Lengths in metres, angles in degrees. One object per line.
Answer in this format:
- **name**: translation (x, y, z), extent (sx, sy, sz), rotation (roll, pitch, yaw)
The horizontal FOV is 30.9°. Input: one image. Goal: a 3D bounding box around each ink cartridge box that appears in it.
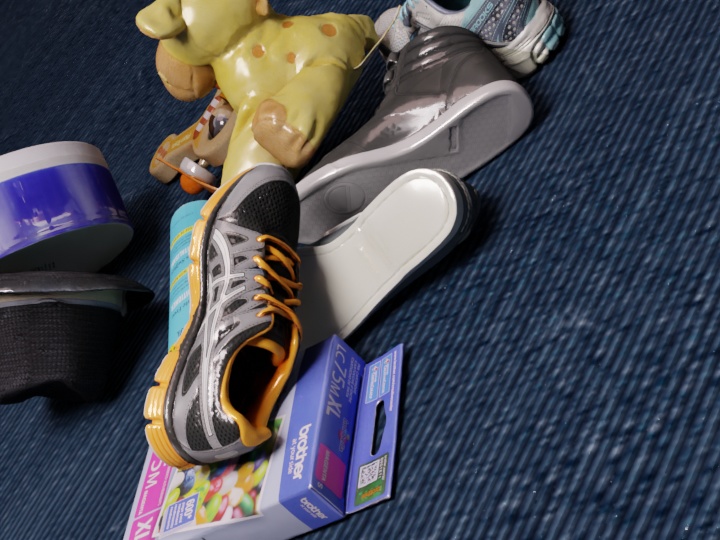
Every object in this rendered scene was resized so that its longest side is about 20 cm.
- **ink cartridge box**: translation (-0.062, 0.116, 0.814), extent (0.198, 0.042, 0.120), rotation (-25, 37, 29)

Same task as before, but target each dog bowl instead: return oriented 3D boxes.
- **dog bowl**: translation (-0.301, -0.029, 1.137), extent (0.198, 0.080, 0.200), rotation (-27, -9, -4)

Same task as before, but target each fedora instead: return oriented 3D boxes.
- **fedora**: translation (-0.253, 0.059, 1.038), extent (0.199, 0.199, 0.093), rotation (-12, 77, 44)

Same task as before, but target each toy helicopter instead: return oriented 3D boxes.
- **toy helicopter**: translation (-0.140, -0.113, 1.174), extent (0.199, 0.078, 0.134), rotation (-21, 46, 53)

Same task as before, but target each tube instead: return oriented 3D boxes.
- **tube**: translation (-0.119, 0.028, 0.989), extent (0.077, 0.050, 0.201), rotation (-40, 35, 24)

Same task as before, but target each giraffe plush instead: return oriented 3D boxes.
- **giraffe plush**: translation (-0.088, -0.157, 0.980), extent (0.201, 0.161, 0.173), rotation (-56, 5, 15)

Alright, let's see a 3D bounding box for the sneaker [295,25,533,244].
- **sneaker**: translation (0.022, -0.096, 0.919), extent (0.198, 0.071, 0.100), rotation (-30, 44, 14)

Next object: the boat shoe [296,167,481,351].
- **boat shoe**: translation (0.000, 0.000, 0.874), extent (0.199, 0.073, 0.062), rotation (-37, -13, 29)

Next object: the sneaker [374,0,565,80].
- **sneaker**: translation (0.066, -0.200, 0.981), extent (0.199, 0.086, 0.078), rotation (10, 60, 55)

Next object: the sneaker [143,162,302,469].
- **sneaker**: translation (-0.067, 0.027, 0.810), extent (0.076, 0.078, 0.203), rotation (-5, 65, 42)
